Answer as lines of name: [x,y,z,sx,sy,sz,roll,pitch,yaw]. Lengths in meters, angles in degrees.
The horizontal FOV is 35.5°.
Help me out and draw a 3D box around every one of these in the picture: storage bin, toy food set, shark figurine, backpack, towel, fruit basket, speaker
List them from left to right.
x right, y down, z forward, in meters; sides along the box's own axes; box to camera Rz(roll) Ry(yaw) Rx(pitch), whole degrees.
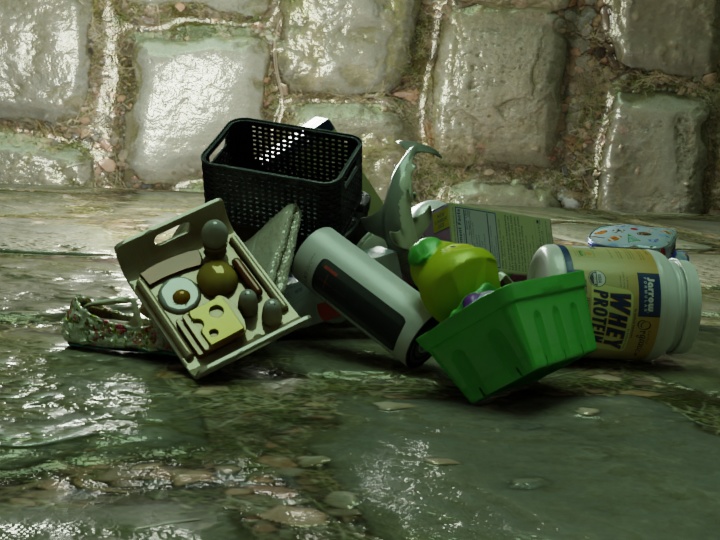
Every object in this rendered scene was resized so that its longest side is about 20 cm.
toy food set: [-0.167,0.016,1.263,0.143,0.061,0.200,-27,59,-23]
towel: [-0.131,0.006,1.415,0.034,0.132,0.201,41,30,-20]
storage bin: [-0.105,-0.126,1.535,0.198,0.094,0.136,10,37,14]
speaker: [0.010,0.030,1.367,0.200,0.082,0.081,37,25,27]
shark figurine: [0.043,-0.090,1.540,0.089,0.217,0.128,-5,-12,32]
fruit basket: [0.145,0.032,1.254,0.155,0.217,0.215,-33,-14,33]
backpack: [0.404,0.011,1.729,0.189,0.156,0.200,-4,8,24]

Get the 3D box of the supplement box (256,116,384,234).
supplement box: [-0.088,-0.119,1.896,0.199,0.201,0.134,-36,14,-3]

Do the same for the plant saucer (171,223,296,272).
plant saucer: [-0.169,-0.021,1.549,0.198,0.202,0.030,4,-30,-1]

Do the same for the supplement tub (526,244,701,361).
supplement tub: [0.323,0.042,1.453,0.198,0.146,0.144,3,9,-6]

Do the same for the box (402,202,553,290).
box: [0.159,-0.018,1.679,0.199,0.098,0.175,7,-19,-33]

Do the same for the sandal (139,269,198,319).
sandal: [-0.229,0.059,1.397,0.077,0.070,0.211,23,-21,-22]

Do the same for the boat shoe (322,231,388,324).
boat shoe: [0.000,0.000,1.596,0.200,0.073,0.062,-46,14,-24]

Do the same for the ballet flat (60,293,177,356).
ballet flat: [-0.257,0.064,1.315,0.198,0.065,0.076,5,8,6]

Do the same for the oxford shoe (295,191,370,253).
oxford shoe: [-0.035,-0.042,1.578,0.072,0.085,0.200,15,26,19]

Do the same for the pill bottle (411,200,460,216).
pill bottle: [0.098,-0.050,1.872,0.110,0.112,0.199,-3,-13,-37]

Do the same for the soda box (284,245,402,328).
soda box: [-0.045,0.027,1.483,0.198,0.064,0.068,-17,13,-17]

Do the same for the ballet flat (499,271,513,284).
ballet flat: [0.171,0.022,1.562,0.069,0.063,0.200,37,4,35]
